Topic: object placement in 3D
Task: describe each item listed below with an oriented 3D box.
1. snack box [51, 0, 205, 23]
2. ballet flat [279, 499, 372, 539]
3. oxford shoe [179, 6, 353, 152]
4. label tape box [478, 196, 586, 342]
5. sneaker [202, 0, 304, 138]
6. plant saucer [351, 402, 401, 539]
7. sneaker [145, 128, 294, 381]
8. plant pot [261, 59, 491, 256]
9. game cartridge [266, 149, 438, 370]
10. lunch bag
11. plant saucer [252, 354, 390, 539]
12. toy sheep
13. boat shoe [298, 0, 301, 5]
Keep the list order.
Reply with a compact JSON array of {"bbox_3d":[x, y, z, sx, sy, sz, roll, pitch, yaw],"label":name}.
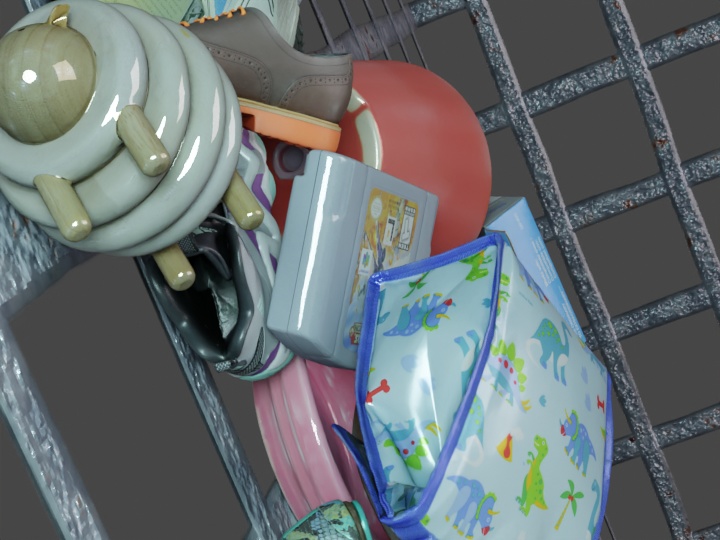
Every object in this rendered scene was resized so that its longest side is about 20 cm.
[{"bbox_3d":[-0.145,-0.201,0.937,0.117,0.037,0.200,-62,151,-14],"label":"snack box"},{"bbox_3d":[0.000,0.243,0.921,0.074,0.074,0.201,-37,106,-78],"label":"ballet flat"},{"bbox_3d":[-0.097,-0.133,0.906,0.199,0.073,0.071,16,6,-28],"label":"oxford shoe"},{"bbox_3d":[0.133,0.012,1.292,0.145,0.063,0.200,65,-18,-12],"label":"label tape box"},{"bbox_3d":[-0.077,-0.165,0.982,0.072,0.072,0.201,-52,160,-47],"label":"sneaker"},{"bbox_3d":[0.049,0.159,1.048,0.201,0.037,0.201,51,17,-22],"label":"plant saucer"},{"bbox_3d":[-0.097,-0.031,0.918,0.140,0.077,0.201,17,53,-77],"label":"sneaker"},{"bbox_3d":[-0.016,-0.078,1.158,0.177,0.200,0.202,4,65,-66],"label":"plant pot"},{"bbox_3d":[0.000,0.000,0.989,0.200,0.041,0.134,12,84,-68],"label":"game cartridge"},{"bbox_3d":[0.075,0.112,0.925,0.170,0.127,0.201,45,37,-37],"label":"lunch bag"},{"bbox_3d":[-0.025,0.119,1.061,0.200,0.051,0.202,-21,90,-80],"label":"plant saucer"},{"bbox_3d":[-0.119,-0.066,0.746,0.200,0.137,0.139,39,31,-61],"label":"toy sheep"},{"bbox_3d":[-0.086,-0.199,1.066,0.201,0.066,0.074,-69,159,-5],"label":"boat shoe"}]
